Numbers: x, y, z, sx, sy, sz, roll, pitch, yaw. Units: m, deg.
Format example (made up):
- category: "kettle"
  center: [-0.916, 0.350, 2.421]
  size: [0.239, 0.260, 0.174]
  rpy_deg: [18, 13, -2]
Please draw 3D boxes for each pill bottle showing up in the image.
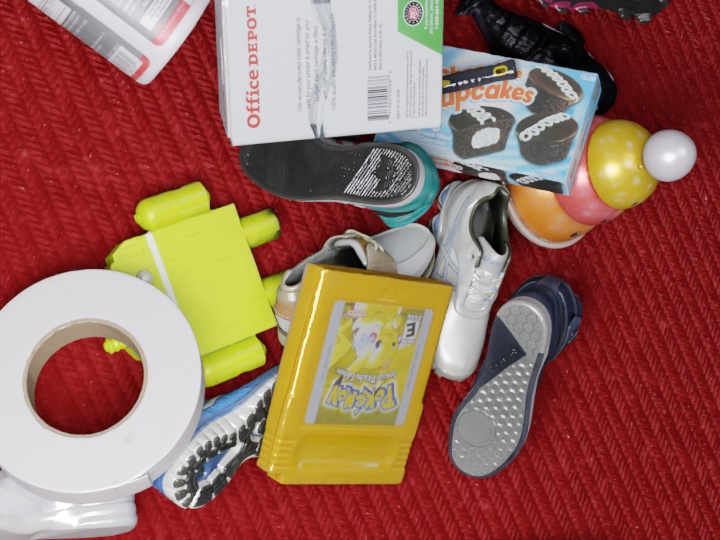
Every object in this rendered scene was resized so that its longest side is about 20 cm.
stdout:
- category: "pill bottle"
  center: [-0.240, -0.269, 1.328]
  size: [0.199, 0.114, 0.114]
  rpy_deg: [36, 71, -15]

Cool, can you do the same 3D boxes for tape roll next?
- category: "tape roll"
  center: [-0.231, 0.098, 1.266]
  size: [0.201, 0.037, 0.205]
  rpy_deg: [0, 66, -1]

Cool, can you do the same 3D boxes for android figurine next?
- category: "android figurine"
  center: [-0.154, 0.015, 1.371]
  size: [0.199, 0.041, 0.184]
  rpy_deg: [-19, 91, -26]

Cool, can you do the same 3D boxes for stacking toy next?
- category: "stacking toy"
  center: [0.244, -0.101, 1.459]
  size: [0.145, 0.199, 0.148]
  rpy_deg: [3, 84, -37]

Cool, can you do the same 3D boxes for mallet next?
- category: "mallet"
  center: [0.054, -0.163, 1.437]
  size: [0.198, 0.041, 0.067]
  rpy_deg: [-5, 84, 8]

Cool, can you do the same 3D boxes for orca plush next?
- category: "orca plush"
  center: [0.198, -0.235, 1.537]
  size: [0.105, 0.071, 0.200]
  rpy_deg: [-45, 101, -22]

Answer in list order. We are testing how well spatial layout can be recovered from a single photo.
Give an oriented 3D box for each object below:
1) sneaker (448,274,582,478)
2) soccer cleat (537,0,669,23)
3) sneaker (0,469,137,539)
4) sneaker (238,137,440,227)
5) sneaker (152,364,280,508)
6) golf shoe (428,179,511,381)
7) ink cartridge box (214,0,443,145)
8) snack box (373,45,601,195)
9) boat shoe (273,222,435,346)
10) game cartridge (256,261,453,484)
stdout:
- category: "sneaker"
  center: [0.157, 0.099, 1.475]
  size: [0.076, 0.146, 0.204]
  rpy_deg: [25, 115, 12]
- category: "soccer cleat"
  center: [0.240, -0.317, 1.569]
  size: [0.199, 0.070, 0.087]
  rpy_deg: [7, 58, -33]
- category: "sneaker"
  center: [-0.293, 0.187, 1.281]
  size: [0.198, 0.075, 0.089]
  rpy_deg: [3, 69, -29]
- category: "sneaker"
  center: [-0.007, -0.093, 1.410]
  size: [0.121, 0.199, 0.084]
  rpy_deg: [16, 88, -61]
- category: "sneaker"
  center: [-0.126, 0.133, 1.343]
  size: [0.200, 0.089, 0.079]
  rpy_deg: [-31, 130, -44]
- category: "golf shoe"
  center: [0.106, 0.007, 1.454]
  size: [0.078, 0.097, 0.202]
  rpy_deg: [7, 82, -24]
- category: "ink cartridge box"
  center: [-0.030, -0.201, 1.338]
  size: [0.198, 0.083, 0.148]
  rpy_deg: [-6, 117, -12]
- category: "snack box"
  center: [0.123, -0.151, 1.450]
  size: [0.198, 0.037, 0.117]
  rpy_deg: [13, 74, 21]
- category: "boat shoe"
  center: [0.000, 0.000, 1.399]
  size: [0.200, 0.074, 0.069]
  rpy_deg: [-36, 133, -37]
- category: "game cartridge"
  center: [-0.003, 0.099, 1.367]
  size: [0.175, 0.032, 0.202]
  rpy_deg: [7, 99, -44]
